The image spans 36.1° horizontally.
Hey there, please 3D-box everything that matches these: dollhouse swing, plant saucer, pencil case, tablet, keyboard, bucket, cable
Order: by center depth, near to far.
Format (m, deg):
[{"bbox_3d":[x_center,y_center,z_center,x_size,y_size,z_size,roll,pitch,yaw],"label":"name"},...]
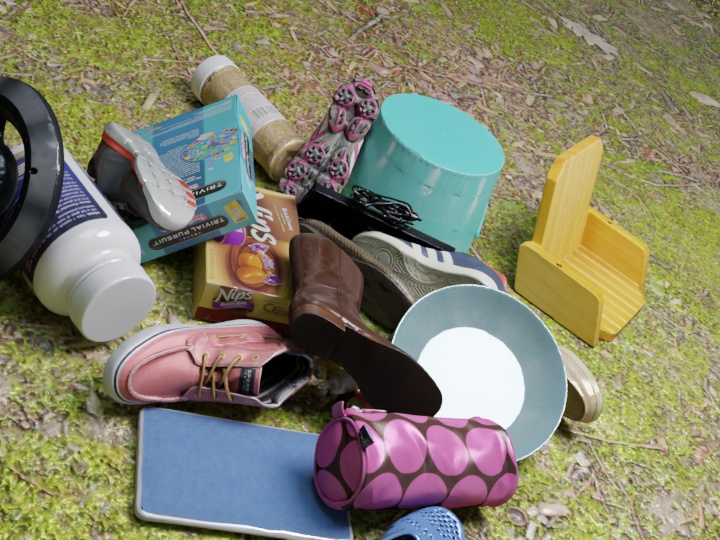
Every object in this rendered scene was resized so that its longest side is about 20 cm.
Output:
[{"bbox_3d":[-0.105,0.187,1.002,0.198,0.014,0.131,12,36,-18],"label":"tablet"},{"bbox_3d":[0.056,0.175,1.037,0.198,0.091,0.095,10,61,-37],"label":"pencil case"},{"bbox_3d":[0.024,0.111,1.157,0.097,0.051,0.199,45,38,19],"label":"cable"},{"bbox_3d":[0.122,0.115,1.184,0.199,0.039,0.203,6,63,-12],"label":"plant saucer"},{"bbox_3d":[0.028,-0.060,1.325,0.198,0.104,0.040,24,61,-17],"label":"keyboard"},{"bbox_3d":[0.082,-0.126,1.441,0.205,0.136,0.208,19,34,-13],"label":"bucket"},{"bbox_3d":[0.316,-0.046,1.452,0.181,0.177,0.200,37,34,17],"label":"dollhouse swing"}]

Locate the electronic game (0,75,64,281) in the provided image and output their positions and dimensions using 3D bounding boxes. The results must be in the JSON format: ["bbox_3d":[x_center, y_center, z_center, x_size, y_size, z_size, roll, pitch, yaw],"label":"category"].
[{"bbox_3d":[-0.356,-0.085,1.049,0.200,0.201,0.041,45,15,28],"label":"electronic game"}]

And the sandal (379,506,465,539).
[{"bbox_3d":[0.034,0.253,0.938,0.079,0.088,0.199,35,33,18],"label":"sandal"}]

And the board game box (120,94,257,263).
[{"bbox_3d":[-0.195,-0.104,1.236,0.149,0.047,0.201,-19,39,7],"label":"board game box"}]

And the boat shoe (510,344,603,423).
[{"bbox_3d":[0.188,0.108,1.256,0.065,0.073,0.200,-15,45,-38],"label":"boat shoe"}]

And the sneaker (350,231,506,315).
[{"bbox_3d":[0.081,0.003,1.306,0.198,0.076,0.084,23,23,24],"label":"sneaker"}]

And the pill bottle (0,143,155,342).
[{"bbox_3d":[-0.285,-0.027,1.085,0.110,0.112,0.200,-12,48,-43],"label":"pill bottle"}]

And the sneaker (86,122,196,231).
[{"bbox_3d":[-0.235,-0.079,1.153,0.077,0.082,0.200,32,10,-38],"label":"sneaker"}]

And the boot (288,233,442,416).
[{"bbox_3d":[0.001,0.051,1.141,0.186,0.064,0.200,38,16,-17],"label":"boot"}]

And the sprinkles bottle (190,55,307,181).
[{"bbox_3d":[-0.146,-0.202,1.456,0.068,0.069,0.200,-11,48,-42],"label":"sprinkles bottle"}]

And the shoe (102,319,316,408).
[{"bbox_3d":[-0.136,0.091,1.036,0.090,0.072,0.199,18,18,41],"label":"shoe"}]

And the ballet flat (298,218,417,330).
[{"bbox_3d":[0.000,0.000,1.284,0.199,0.068,0.046,36,38,25],"label":"ballet flat"}]

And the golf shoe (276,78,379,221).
[{"bbox_3d":[-0.040,-0.140,1.386,0.072,0.201,0.092,33,-12,-1],"label":"golf shoe"}]

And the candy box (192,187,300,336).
[{"bbox_3d":[-0.125,-0.019,1.232,0.115,0.057,0.201,13,37,-18],"label":"candy box"}]
